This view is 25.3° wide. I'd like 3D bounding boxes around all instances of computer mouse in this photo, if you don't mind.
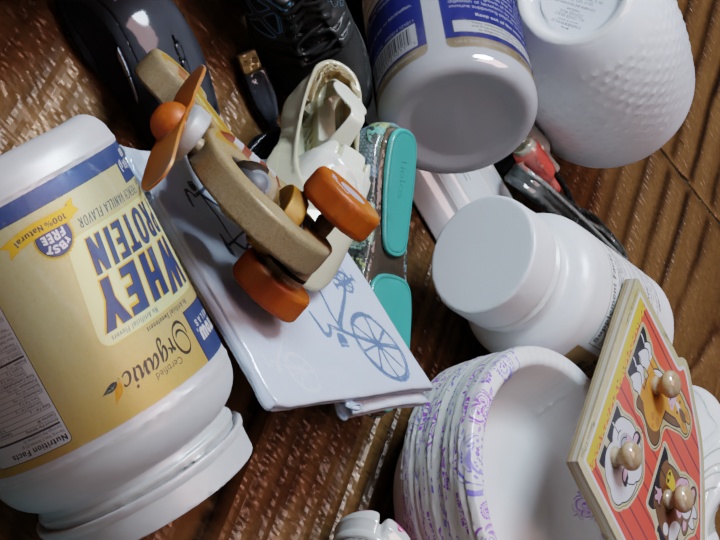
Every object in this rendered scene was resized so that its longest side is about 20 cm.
[{"bbox_3d":[-0.106,-0.132,1.044,0.140,0.046,0.202,-41,107,-48],"label":"computer mouse"}]

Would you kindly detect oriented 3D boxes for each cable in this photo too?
[{"bbox_3d":[0.171,-0.062,1.316,0.199,0.050,0.097,37,14,-28],"label":"cable"}]

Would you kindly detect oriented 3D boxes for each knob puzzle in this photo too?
[{"bbox_3d":[0.219,0.138,1.160,0.219,0.030,0.223,17,70,-55],"label":"knob puzzle"}]

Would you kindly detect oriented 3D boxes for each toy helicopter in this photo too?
[{"bbox_3d":[-0.086,-0.069,0.908,0.132,0.079,0.200,32,15,-46],"label":"toy helicopter"}]

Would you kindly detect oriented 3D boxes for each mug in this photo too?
[{"bbox_3d":[0.164,-0.195,1.280,0.148,0.199,0.175,-53,156,-4],"label":"mug"}]

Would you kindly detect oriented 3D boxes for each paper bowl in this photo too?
[{"bbox_3d":[0.101,0.161,1.122,0.200,0.104,0.203,22,59,-42],"label":"paper bowl"}]

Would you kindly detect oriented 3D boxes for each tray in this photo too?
[{"bbox_3d":[0.074,-0.077,1.248,0.201,0.022,0.107,59,40,-15],"label":"tray"}]

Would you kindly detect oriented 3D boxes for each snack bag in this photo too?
[{"bbox_3d":[-0.049,0.009,0.966,0.190,0.021,0.199,58,24,16],"label":"snack bag"}]

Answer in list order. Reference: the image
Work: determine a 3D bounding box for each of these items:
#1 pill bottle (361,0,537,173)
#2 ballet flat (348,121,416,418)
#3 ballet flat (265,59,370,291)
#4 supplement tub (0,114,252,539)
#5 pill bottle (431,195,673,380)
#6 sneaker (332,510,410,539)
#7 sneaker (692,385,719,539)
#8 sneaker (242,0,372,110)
[{"bbox_3d":[0.060,-0.179,1.176,0.115,0.115,0.202,32,38,-37],"label":"pill bottle"},{"bbox_3d":[0.000,0.000,1.096,0.074,0.074,0.203,18,73,-44],"label":"ballet flat"},{"bbox_3d":[-0.023,-0.068,1.011,0.069,0.069,0.201,44,25,-28],"label":"ballet flat"},{"bbox_3d":[-0.154,0.036,0.847,0.144,0.143,0.202,-39,105,-49],"label":"supplement tub"},{"bbox_3d":[0.143,0.022,1.198,0.199,0.113,0.116,30,54,-48],"label":"pill bottle"},{"bbox_3d":[0.032,0.257,1.032,0.201,0.073,0.087,56,42,-11],"label":"sneaker"},{"bbox_3d":[0.253,0.170,1.318,0.099,0.077,0.202,38,49,-29],"label":"sneaker"},{"bbox_3d":[-0.047,-0.178,1.077,0.201,0.073,0.082,61,0,-27],"label":"sneaker"}]
